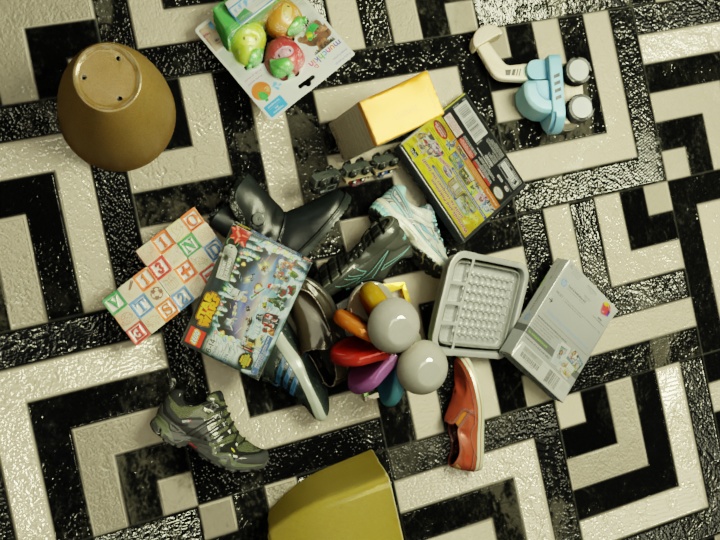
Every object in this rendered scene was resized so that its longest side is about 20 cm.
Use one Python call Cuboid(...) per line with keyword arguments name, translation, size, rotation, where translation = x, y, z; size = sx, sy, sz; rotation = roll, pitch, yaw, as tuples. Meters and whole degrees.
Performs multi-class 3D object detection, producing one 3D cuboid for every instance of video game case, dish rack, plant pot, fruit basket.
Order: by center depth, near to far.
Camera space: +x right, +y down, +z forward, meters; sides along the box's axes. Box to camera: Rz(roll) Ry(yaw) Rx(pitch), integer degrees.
Cuboid(name="plant pot", translation=(-0.366, -0.255, 1.141), size=(0.182, 0.200, 0.191), rotation=(0, 89, -14))
Cuboid(name="plant pot", translation=(-0.040, 0.420, 1.206), size=(0.195, 0.195, 0.199), rotation=(-14, 91, -8))
Cuboid(name="fruit basket", translation=(-0.138, -0.371, 1.245), size=(0.184, 0.094, 0.201), rotation=(-39, 78, -12))
Cuboid(name="dish rack", translation=(0.195, 0.059, 1.314), size=(0.197, 0.043, 0.176), rotation=(9, 96, -37))
Cuboid(name="video game case", translation=(0.176, -0.179, 1.348), size=(0.180, 0.025, 0.202), rotation=(-39, 98, -26))

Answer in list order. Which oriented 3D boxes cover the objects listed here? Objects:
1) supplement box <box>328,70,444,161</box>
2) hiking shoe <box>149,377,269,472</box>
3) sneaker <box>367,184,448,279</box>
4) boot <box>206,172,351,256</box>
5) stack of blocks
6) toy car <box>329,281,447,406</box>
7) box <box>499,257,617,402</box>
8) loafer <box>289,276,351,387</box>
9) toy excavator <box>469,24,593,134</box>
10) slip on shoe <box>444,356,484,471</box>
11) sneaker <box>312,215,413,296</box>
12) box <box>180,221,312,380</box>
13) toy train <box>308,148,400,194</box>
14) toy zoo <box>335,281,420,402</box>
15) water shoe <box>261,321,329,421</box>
Cuboid(name="supplement box", translation=(0.036, -0.244, 1.242), size=(0.124, 0.200, 0.075), rotation=(-27, 98, -15))
Cuboid(name="hiking shoe", translation=(-0.226, 0.245, 1.218), size=(0.197, 0.076, 0.103), rotation=(25, 85, -11))
Cuboid(name="sneaker", translation=(0.110, -0.065, 1.319), size=(0.200, 0.077, 0.087), rotation=(44, 75, -9))
Cuboid(name="boot", translation=(-0.132, -0.100, 1.256), size=(0.168, 0.076, 0.201), rotation=(44, 84, -12))
Cuboid(name="stack of blocks", translation=(-0.307, 0.009, 1.216), size=(0.199, 0.058, 0.116), rotation=(-40, 97, -13))
Cuboid(name="toy car", translation=(0.031, 0.126, 1.210), size=(0.149, 0.175, 0.202), rotation=(-38, 109, -7))
Cuboid(name="box", translation=(0.355, 0.106, 1.375), size=(0.155, 0.041, 0.202), rotation=(39, 80, -24))
Cuboid(name="loafer", translation=(-0.068, 0.101, 1.243), size=(0.202, 0.072, 0.072), rotation=(59, 35, -16))
Cuboid(name="toy excavator", translation=(0.299, -0.340, 1.376), size=(0.195, 0.100, 0.200), rotation=(-4, 87, -6))
Cuboid(name="slip on shoe", translation=(0.174, 0.245, 1.327), size=(0.060, 0.074, 0.205), rotation=(-3, 93, -11))
Cuboid(name="sneaker", translation=(0.000, 0.000, 1.273), size=(0.199, 0.076, 0.079), rotation=(-37, 119, 11))
Cuboid(name="box", translation=(-0.174, 0.047, 1.188), size=(0.135, 0.040, 0.203), rotation=(25, 96, -5))
Cuboid(name="toy train", translation=(-0.007, -0.161, 1.279), size=(0.198, 0.046, 0.034), rotation=(-22, 58, -38))
Cuboid(name="toy zoo", translation=(0.036, 0.105, 1.320), size=(0.129, 0.020, 0.205), rotation=(-17, 92, -15))
Cuboid(name="water shoe", translation=(-0.121, 0.163, 1.265), size=(0.078, 0.072, 0.203), rotation=(-27, 96, 14))
